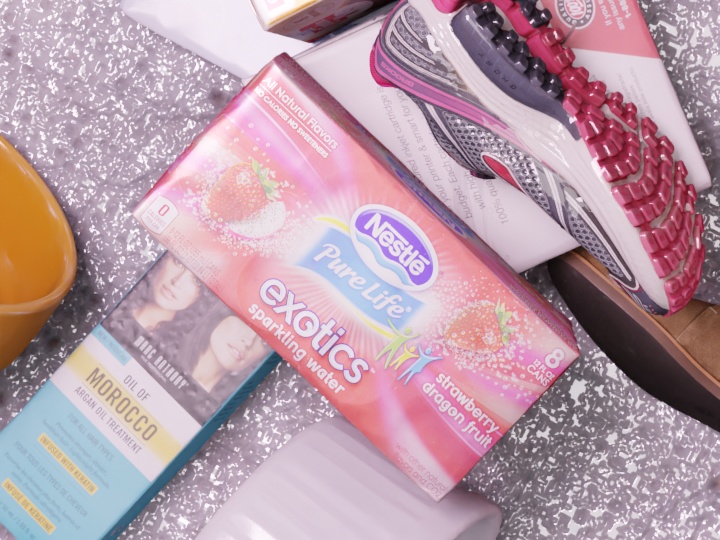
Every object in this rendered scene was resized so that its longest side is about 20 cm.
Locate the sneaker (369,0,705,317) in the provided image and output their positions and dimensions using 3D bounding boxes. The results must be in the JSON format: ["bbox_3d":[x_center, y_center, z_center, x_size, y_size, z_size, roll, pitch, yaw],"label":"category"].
[{"bbox_3d":[0.090,-0.059,1.098,0.075,0.081,0.200,-38,95,35],"label":"sneaker"}]

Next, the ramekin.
[{"bbox_3d":[-0.027,0.169,1.153,0.098,0.200,0.201,38,97,15],"label":"ramekin"}]

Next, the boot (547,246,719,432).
[{"bbox_3d":[0.187,0.039,1.184,0.200,0.074,0.076,37,78,3],"label":"boot"}]

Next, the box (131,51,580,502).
[{"bbox_3d":[0.000,0.000,1.092,0.200,0.095,0.103,44,96,-4],"label":"box"}]

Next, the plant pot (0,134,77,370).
[{"bbox_3d":[-0.280,0.015,1.204,0.200,0.200,0.184,42,113,6],"label":"plant pot"}]

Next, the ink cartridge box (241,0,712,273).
[{"bbox_3d":[0.058,-0.072,1.170,0.199,0.083,0.148,-23,97,5],"label":"ink cartridge box"}]

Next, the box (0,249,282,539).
[{"bbox_3d":[-0.118,0.067,1.236,0.082,0.049,0.200,43,98,6],"label":"box"}]

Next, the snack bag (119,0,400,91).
[{"bbox_3d":[-0.011,-0.173,1.225,0.199,0.021,0.190,27,97,5],"label":"snack bag"}]

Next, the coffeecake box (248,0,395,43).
[{"bbox_3d":[0.037,-0.189,1.130,0.199,0.154,0.073,-25,90,8],"label":"coffeecake box"}]
